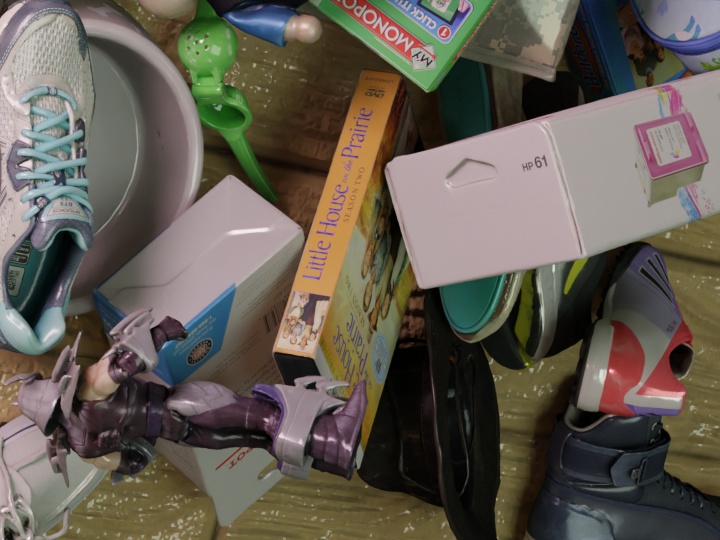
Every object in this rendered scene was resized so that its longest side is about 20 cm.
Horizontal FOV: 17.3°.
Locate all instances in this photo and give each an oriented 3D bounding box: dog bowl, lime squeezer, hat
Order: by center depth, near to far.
[{"bbox_3d":[-0.180,-0.064,1.373,0.200,0.059,0.201,-10,111,-29],"label":"dog bowl"},{"bbox_3d":[-0.085,-0.118,1.422,0.038,0.071,0.200,-9,114,5],"label":"lime squeezer"},{"bbox_3d":[0.037,0.107,1.545,0.081,0.201,0.201,-10,117,12],"label":"hat"}]

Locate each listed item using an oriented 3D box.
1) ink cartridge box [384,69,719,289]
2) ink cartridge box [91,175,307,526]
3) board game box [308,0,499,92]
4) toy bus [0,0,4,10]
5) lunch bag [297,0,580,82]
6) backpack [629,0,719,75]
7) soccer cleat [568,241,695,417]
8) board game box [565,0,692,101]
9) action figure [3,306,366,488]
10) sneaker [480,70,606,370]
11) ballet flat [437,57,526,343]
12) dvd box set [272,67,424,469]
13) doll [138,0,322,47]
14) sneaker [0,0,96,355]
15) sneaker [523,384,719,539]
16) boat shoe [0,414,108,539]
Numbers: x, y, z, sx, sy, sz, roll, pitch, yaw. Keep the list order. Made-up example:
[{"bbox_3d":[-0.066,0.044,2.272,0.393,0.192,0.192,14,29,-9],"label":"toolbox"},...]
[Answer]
[{"bbox_3d":[0.137,-0.057,1.413,0.200,0.144,0.085,-16,92,-40],"label":"ink cartridge box"},{"bbox_3d":[-0.082,0.053,1.439,0.115,0.068,0.200,-41,147,-21],"label":"ink cartridge box"},{"bbox_3d":[0.001,-0.216,1.361,0.200,0.029,0.135,38,105,5],"label":"board game box"},{"bbox_3d":[-0.193,-0.218,1.300,0.200,0.078,0.065,-52,126,-8],"label":"toy bus"},{"bbox_3d":[0.043,-0.219,1.425,0.200,0.118,0.164,16,103,-3],"label":"lunch bag"},{"bbox_3d":[0.254,-0.216,1.461,0.147,0.183,0.200,29,131,-36],"label":"backpack"},{"bbox_3d":[0.191,0.042,1.581,0.200,0.073,0.068,-58,160,-63],"label":"soccer cleat"},{"bbox_3d":[0.202,-0.189,1.587,0.152,0.045,0.200,-33,120,-21],"label":"board game box"},{"bbox_3d":[-0.099,0.079,1.318,0.199,0.130,0.070,8,60,-4],"label":"action figure"},{"bbox_3d":[0.126,-0.035,1.584,0.085,0.074,0.200,-6,110,-51],"label":"sneaker"},{"bbox_3d":[0.087,-0.051,1.513,0.062,0.067,0.201,12,74,-49],"label":"ballet flat"},{"bbox_3d":[0.000,0.000,1.438,0.146,0.029,0.200,71,32,-56],"label":"dvd box set"},{"bbox_3d":[-0.041,-0.196,1.331,0.048,0.200,0.137,1,67,-65],"label":"doll"},{"bbox_3d":[-0.170,-0.048,1.294,0.077,0.086,0.200,-1,106,-34],"label":"sneaker"},{"bbox_3d":[0.216,0.139,1.685,0.202,0.077,0.147,0,108,-32],"label":"sneaker"},{"bbox_3d":[-0.218,0.152,1.401,0.202,0.086,0.075,-30,120,-21],"label":"boat shoe"}]
